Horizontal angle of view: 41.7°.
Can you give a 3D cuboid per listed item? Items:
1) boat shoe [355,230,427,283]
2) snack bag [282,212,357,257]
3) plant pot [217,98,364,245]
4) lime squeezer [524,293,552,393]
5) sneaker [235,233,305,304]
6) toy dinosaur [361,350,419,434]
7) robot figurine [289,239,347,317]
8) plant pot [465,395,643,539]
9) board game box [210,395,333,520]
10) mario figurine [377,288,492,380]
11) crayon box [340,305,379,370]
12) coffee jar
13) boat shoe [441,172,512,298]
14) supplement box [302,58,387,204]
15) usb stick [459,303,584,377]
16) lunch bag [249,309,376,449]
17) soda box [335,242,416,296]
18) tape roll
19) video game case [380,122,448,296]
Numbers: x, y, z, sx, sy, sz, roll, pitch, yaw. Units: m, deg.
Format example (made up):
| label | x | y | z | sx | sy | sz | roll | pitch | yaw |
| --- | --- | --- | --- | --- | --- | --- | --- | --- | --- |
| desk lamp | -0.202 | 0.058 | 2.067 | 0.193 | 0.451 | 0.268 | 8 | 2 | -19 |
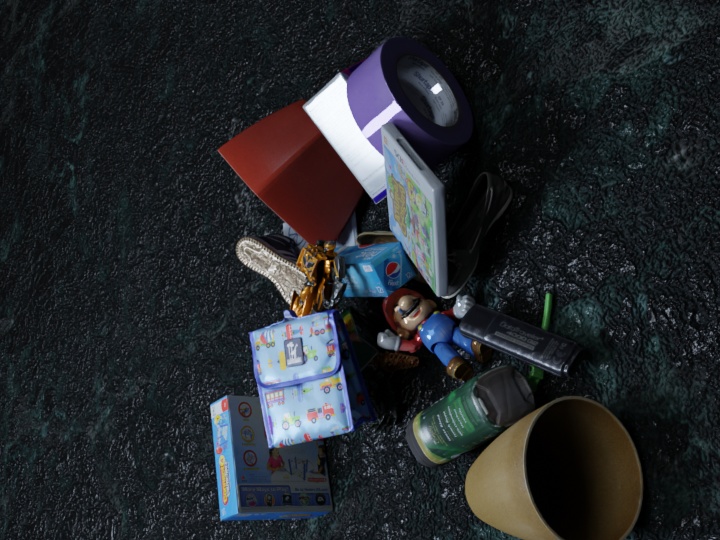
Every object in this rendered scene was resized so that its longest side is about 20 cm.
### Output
| label | x | y | z | sx | sy | sz | roll | pitch | yaw |
| --- | --- | --- | --- | --- | --- | --- | --- | --- | --- |
| boat shoe | 0.073 | -0.024 | 1.543 | 0.199 | 0.062 | 0.074 | 14 | 92 | 49 |
| snack bag | -0.068 | -0.035 | 1.737 | 0.199 | 0.021 | 0.190 | -24 | 65 | 40 |
| plant pot | -0.099 | -0.180 | 1.668 | 0.176 | 0.200 | 0.200 | -46 | 41 | 2 |
| lime squeezer | 0.241 | 0.134 | 1.347 | 0.071 | 0.038 | 0.201 | -99 | 33 | -71 |
| sneaker | -0.126 | 0.000 | 1.735 | 0.200 | 0.108 | 0.070 | 38 | 108 | 11 |
| toy dinosaur | 0.015 | 0.181 | 1.546 | 0.200 | 0.102 | 0.136 | 123 | 156 | -53 |
| robot figurine | -0.074 | 0.048 | 1.523 | 0.145 | 0.058 | 0.201 | -142 | 60 | -62 |
| plant pot | 0.230 | 0.276 | 1.231 | 0.200 | 0.185 | 0.187 | -35 | 55 | 57 |
| board game box | -0.151 | 0.320 | 1.612 | 0.056 | 0.199 | 0.197 | -31 | 58 | 42 |
| mario figurine | 0.101 | 0.082 | 1.445 | 0.200 | 0.123 | 0.107 | 34 | 127 | 42 |
| crayon box | -0.060 | 0.167 | 1.571 | 0.200 | 0.051 | 0.127 | -49 | 20 | 11 |
| coffee jar | 0.150 | 0.210 | 1.344 | 0.200 | 0.104 | 0.086 | -44 | 69 | 49 |
| boat shoe | 0.157 | -0.057 | 1.427 | 0.067 | 0.057 | 0.201 | 27 | 87 | 50 |
| supplement box | 0.017 | -0.229 | 1.551 | 0.103 | 0.101 | 0.200 | -36 | 94 | 37 |
| usb stick | 0.220 | 0.096 | 1.319 | 0.200 | 0.033 | 0.056 | 22 | 69 | 45 |
| lunch bag | -0.081 | 0.157 | 1.461 | 0.150 | 0.094 | 0.201 | -16 | 85 | 23 |
| soda box | 0.000 | 0.000 | 1.553 | 0.200 | 0.068 | 0.064 | -1 | 120 | 58 |
| tape roll | 0.079 | -0.260 | 1.488 | 0.085 | 0.199 | 0.201 | -34 | 57 | 38 |
| video game case | 0.080 | -0.090 | 1.394 | 0.182 | 0.022 | 0.201 | -122 | 18 | -46 |
